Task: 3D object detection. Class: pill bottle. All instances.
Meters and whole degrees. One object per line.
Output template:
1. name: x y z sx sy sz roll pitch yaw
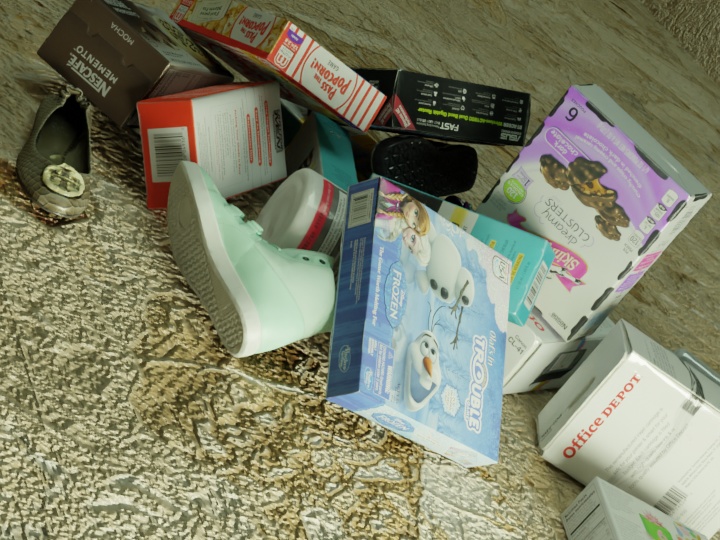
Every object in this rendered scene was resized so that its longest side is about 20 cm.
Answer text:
1. pill bottle: 0.000 0.000 1.529 0.199 0.111 0.111 32 22 -20

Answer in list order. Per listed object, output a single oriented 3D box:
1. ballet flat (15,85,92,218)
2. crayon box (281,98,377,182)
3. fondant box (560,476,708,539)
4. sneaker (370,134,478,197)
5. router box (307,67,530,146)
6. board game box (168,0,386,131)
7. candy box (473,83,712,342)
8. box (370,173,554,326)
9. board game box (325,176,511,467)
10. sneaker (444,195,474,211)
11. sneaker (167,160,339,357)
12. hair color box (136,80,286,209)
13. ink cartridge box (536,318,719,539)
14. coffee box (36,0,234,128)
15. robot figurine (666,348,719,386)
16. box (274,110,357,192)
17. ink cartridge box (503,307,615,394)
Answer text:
1. ballet flat: -0.259 -0.109 1.423 0.067 0.046 0.200 30 23 -20
2. crayon box: -0.014 -0.115 1.817 0.200 0.052 0.126 44 22 13
3. fondant box: 0.270 0.292 1.460 0.144 0.058 0.201 29 24 -22
4. sneaker: 0.053 -0.111 1.783 0.082 0.072 0.199 12 5 32
5. router box: 0.064 -0.178 1.775 0.199 0.063 0.149 5 4 -39
6. board game box: -0.087 -0.218 1.669 0.151 0.047 0.200 33 -3 -39
7. candy box: 0.224 -0.058 1.650 0.168 0.200 0.071 45 25 18
8. box: 0.087 -0.022 1.631 0.199 0.083 0.049 22 -9 21
9. board game box: 0.057 0.049 1.444 0.198 0.043 0.202 30 57 -43
10. sneaker: 0.133 -0.046 1.843 0.200 0.074 0.088 -11 87 -63
11. sneaker: -0.091 -0.014 1.428 0.117 0.074 0.201 -8 56 -32
12. hair color box: -0.138 -0.123 1.557 0.061 0.102 0.200 -1 10 21
13. ink cartridge box: 0.295 0.166 1.626 0.199 0.147 0.083 34 21 -12
14. coffee box: -0.214 -0.200 1.585 0.113 0.080 0.200 42 11 8
15. robot figurine: 0.340 0.161 1.751 0.200 0.113 0.170 38 51 -4
16. box: -0.045 -0.081 1.659 0.049 0.082 0.201 29 24 -21
17. ink cartridge box: 0.169 0.050 1.736 0.148 0.086 0.199 49 26 24
